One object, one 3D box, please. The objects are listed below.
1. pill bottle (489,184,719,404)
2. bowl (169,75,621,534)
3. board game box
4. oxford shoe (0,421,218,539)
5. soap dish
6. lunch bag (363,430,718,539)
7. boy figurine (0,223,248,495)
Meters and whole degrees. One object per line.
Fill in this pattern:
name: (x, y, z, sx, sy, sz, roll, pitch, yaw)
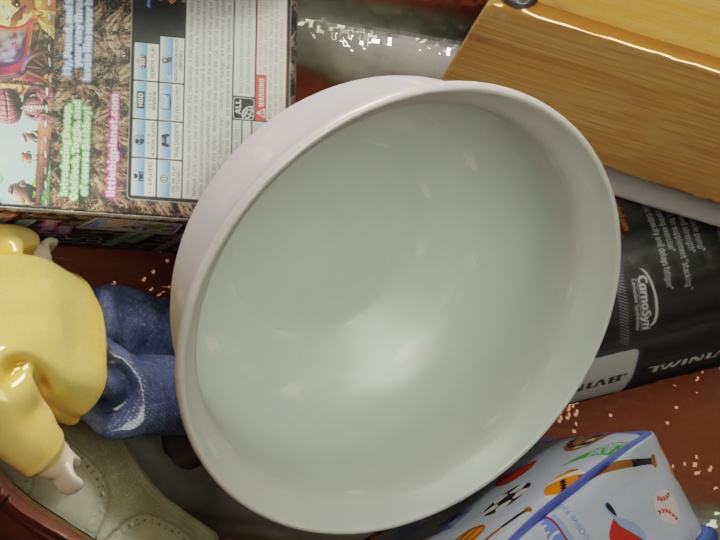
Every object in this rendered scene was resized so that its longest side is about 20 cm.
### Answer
pill bottle: (0.139, -0.004, 1.310, 0.199, 0.106, 0.107, -13, 86, -20)
bowl: (0.000, 0.000, 1.181, 0.200, 0.090, 0.202, -14, 122, -23)
board game box: (-0.134, -0.095, 1.239, 0.199, 0.097, 0.161, 4, 81, -17)
oxford shoe: (-0.147, 0.082, 1.234, 0.200, 0.070, 0.075, 44, 52, -12)
soap dish: (0.149, -0.098, 1.277, 0.199, 0.082, 0.158, 19, 41, 14)
lunch bag: (0.044, 0.141, 1.212, 0.160, 0.200, 0.076, -38, 96, -33)
boy figurine: (-0.141, 0.035, 1.178, 0.199, 0.064, 0.125, 10, 50, -36)
